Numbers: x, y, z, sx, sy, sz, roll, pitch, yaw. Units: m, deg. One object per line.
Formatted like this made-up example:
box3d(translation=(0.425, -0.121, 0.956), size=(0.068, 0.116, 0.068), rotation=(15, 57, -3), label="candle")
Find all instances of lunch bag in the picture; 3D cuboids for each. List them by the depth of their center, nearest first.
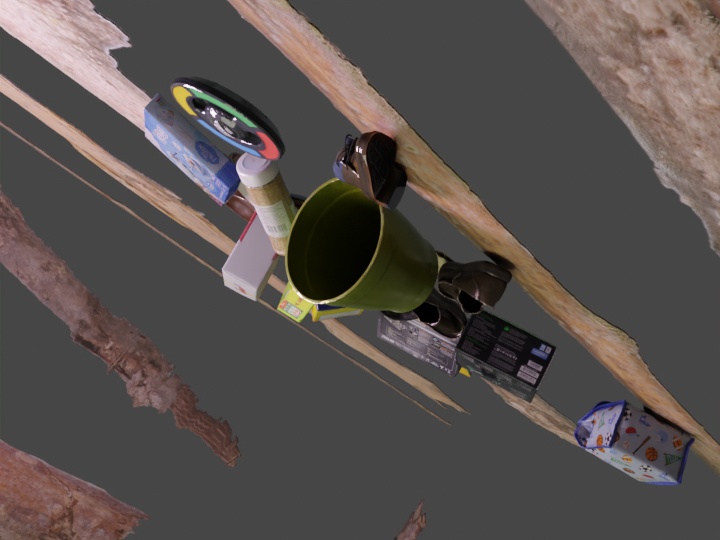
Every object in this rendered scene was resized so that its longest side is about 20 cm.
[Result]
box3d(translation=(0.537, 0.344, 1.879), size=(0.169, 0.125, 0.200), rotation=(29, 161, -2), label="lunch bag")

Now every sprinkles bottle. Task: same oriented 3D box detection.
box3d(translation=(-0.148, -0.114, 1.602), size=(0.068, 0.068, 0.201), rotation=(22, 149, 33), label="sprinkles bottle")

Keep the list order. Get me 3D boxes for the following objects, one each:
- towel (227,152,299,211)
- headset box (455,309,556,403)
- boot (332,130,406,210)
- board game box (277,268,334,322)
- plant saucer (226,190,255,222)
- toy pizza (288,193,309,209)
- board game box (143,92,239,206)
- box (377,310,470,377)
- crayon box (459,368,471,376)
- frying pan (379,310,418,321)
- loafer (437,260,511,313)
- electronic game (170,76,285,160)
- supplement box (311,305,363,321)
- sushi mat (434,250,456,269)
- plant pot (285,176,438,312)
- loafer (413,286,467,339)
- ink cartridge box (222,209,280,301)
box3d(translation=(-0.178, -0.135, 1.735), size=(0.200, 0.035, 0.132), rotation=(44, 165, -12), label="towel")
box3d(translation=(0.280, 0.169, 1.831), size=(0.173, 0.093, 0.200), rotation=(27, 169, 14), label="headset box")
box3d(translation=(-0.004, -0.140, 1.240), size=(0.096, 0.075, 0.200), rotation=(23, 169, 17), label="boot")
box3d(translation=(-0.075, -0.014, 1.609), size=(0.047, 0.201, 0.102), rotation=(32, 127, -11), label="board game box")
box3d(translation=(-0.200, -0.119, 1.946), size=(0.199, 0.035, 0.200), rotation=(30, 169, 6), label="plant saucer")
box3d(translation=(-0.068, -0.080, 1.781), size=(0.199, 0.032, 0.200), rotation=(29, 169, 6), label="toy pizza")
box3d(translation=(-0.302, -0.210, 1.688), size=(0.199, 0.043, 0.200), rotation=(44, 168, -5), label="board game box")
box3d(translation=(0.132, 0.123, 1.983), size=(0.199, 0.048, 0.159), rotation=(26, 144, 18), label="box")
box3d(translation=(0.174, 0.157, 2.143), size=(0.171, 0.059, 0.200), rotation=(24, 166, 23), label="crayon box")
box3d(translation=(0.053, 0.052, 1.848), size=(0.188, 0.031, 0.116), rotation=(7, 135, -10), label="frying pan")
box3d(translation=(0.167, 0.030, 1.495), size=(0.072, 0.072, 0.200), rotation=(25, 169, -11), label="loafer")
box3d(translation=(-0.202, -0.230, 1.438), size=(0.199, 0.042, 0.200), rotation=(29, 169, 6), label="electronic game")
box3d(translation=(-0.050, 0.034, 1.942), size=(0.108, 0.111, 0.200), rotation=(-8, 171, -7), label="supplement box")
box3d(translation=(0.112, -0.016, 1.654), size=(0.095, 0.012, 0.199), rotation=(37, 167, -28), label="sushi mat")
box3d(translation=(0.018, -0.020, 1.476), size=(0.199, 0.202, 0.192), rotation=(19, 176, 44), label="plant pot")
box3d(translation=(0.137, 0.084, 1.813), size=(0.073, 0.072, 0.200), rotation=(-27, 132, 30), label="loafer")
box3d(translation=(-0.212, -0.028, 1.922), size=(0.083, 0.146, 0.200), rotation=(28, 169, -3), label="ink cartridge box")
